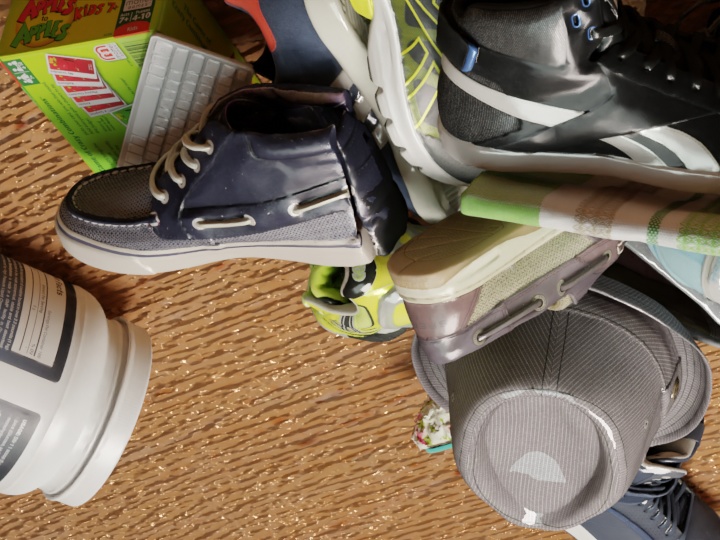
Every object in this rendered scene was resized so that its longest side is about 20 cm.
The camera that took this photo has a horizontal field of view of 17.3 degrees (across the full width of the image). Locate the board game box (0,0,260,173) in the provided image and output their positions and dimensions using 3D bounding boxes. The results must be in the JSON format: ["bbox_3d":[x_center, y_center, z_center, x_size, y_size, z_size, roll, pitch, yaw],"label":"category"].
[{"bbox_3d":[-0.105,-0.082,1.313,0.101,0.048,0.200,-6,144,25],"label":"board game box"}]

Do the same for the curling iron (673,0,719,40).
[{"bbox_3d":[0.182,-0.083,1.247,0.049,0.026,0.200,-32,153,-12],"label":"curling iron"}]

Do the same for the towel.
[{"bbox_3d":[0.162,-0.034,1.145,0.199,0.031,0.149,9,-169,16],"label":"towel"}]

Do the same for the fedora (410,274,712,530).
[{"bbox_3d":[0.110,0.086,1.356,0.176,0.091,0.200,12,145,2],"label":"fedora"}]

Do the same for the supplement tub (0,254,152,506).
[{"bbox_3d":[-0.246,0.056,1.479,0.199,0.141,0.140,24,145,-21],"label":"supplement tub"}]

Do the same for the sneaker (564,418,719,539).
[{"bbox_3d":[0.199,0.140,1.546,0.202,0.077,0.146,28,146,-24],"label":"sneaker"}]

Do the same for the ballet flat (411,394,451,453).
[{"bbox_3d":[0.103,0.055,1.468,0.200,0.076,0.064,-23,105,35],"label":"ballet flat"}]

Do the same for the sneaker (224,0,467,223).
[{"bbox_3d":[-0.007,-0.100,1.243,0.084,0.075,0.200,0,140,29],"label":"sneaker"}]

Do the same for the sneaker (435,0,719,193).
[{"bbox_3d":[0.133,-0.099,1.093,0.199,0.073,0.112,0,134,5],"label":"sneaker"}]

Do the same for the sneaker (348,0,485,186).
[{"bbox_3d":[0.048,-0.119,1.162,0.084,0.075,0.200,-2,136,26],"label":"sneaker"}]

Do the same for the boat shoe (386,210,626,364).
[{"bbox_3d":[0.095,-0.010,1.251,0.072,0.200,0.065,12,119,43],"label":"boat shoe"}]

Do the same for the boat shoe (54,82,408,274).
[{"bbox_3d":[-0.078,-0.054,1.229,0.199,0.075,0.093,-2,135,20],"label":"boat shoe"}]

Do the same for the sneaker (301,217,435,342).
[{"bbox_3d":[0.000,0.000,1.346,0.076,0.076,0.200,6,172,-18],"label":"sneaker"}]

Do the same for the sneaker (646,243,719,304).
[{"bbox_3d":[0.222,-0.016,1.295,0.082,0.074,0.200,34,-169,32],"label":"sneaker"}]

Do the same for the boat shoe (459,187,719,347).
[{"bbox_3d":[0.130,-0.015,1.336,0.201,0.065,0.074,21,146,-15],"label":"boat shoe"}]

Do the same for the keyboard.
[{"bbox_3d":[-0.103,-0.062,1.288,0.056,0.011,0.200,14,147,-6],"label":"keyboard"}]

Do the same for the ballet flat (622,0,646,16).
[{"bbox_3d":[0.104,-0.105,1.205,0.071,0.072,0.200,9,148,1],"label":"ballet flat"}]
